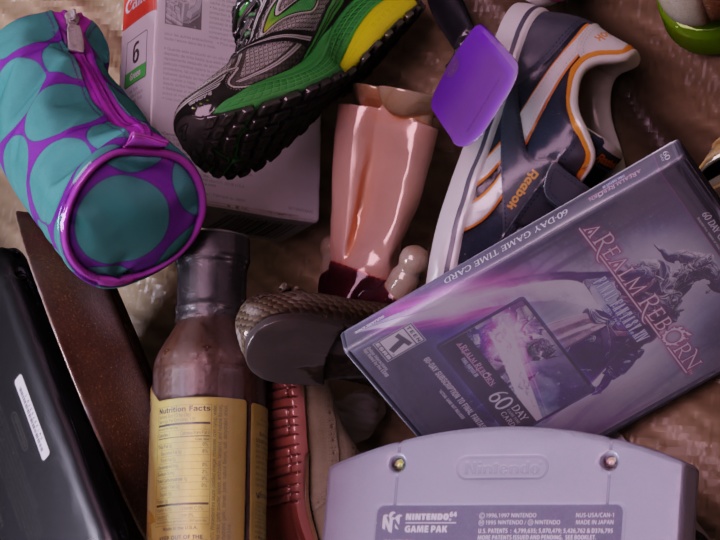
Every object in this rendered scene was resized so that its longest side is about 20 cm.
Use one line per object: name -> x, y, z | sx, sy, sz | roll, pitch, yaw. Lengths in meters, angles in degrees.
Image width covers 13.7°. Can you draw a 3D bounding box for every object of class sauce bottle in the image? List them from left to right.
sauce bottle -> -0.078, 0.080, 1.560 | 0.064, 0.065, 0.201 | -6, 73, 26

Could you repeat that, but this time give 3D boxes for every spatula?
spatula -> 0.054, -0.122, 1.620 | 0.057, 0.020, 0.200 | -59, 15, 17

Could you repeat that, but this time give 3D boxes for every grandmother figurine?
grandmother figurine -> 0.000, 0.000, 1.639 | 0.060, 0.121, 0.201 | 11, 91, -13

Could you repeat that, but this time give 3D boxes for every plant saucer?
plant saucer -> -0.136, 0.054, 1.641 | 0.036, 0.201, 0.201 | -23, 64, -2

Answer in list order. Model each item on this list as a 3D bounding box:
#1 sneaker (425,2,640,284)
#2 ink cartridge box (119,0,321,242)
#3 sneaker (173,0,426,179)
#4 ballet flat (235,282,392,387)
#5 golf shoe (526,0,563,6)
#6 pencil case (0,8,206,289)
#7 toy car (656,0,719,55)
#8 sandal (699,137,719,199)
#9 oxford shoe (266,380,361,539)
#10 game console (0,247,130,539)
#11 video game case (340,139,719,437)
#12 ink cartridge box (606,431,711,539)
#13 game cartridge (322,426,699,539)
sneaker -> 0.093, -0.041, 1.605 | 0.079, 0.078, 0.201 | 15, 89, 21
ink cartridge box -> -0.079, -0.125, 1.701 | 0.050, 0.108, 0.201 | -26, 58, 58
sneaker -> -0.048, -0.119, 1.641 | 0.085, 0.200, 0.078 | 42, 130, 3
ballet flat -> 0.026, 0.042, 1.568 | 0.046, 0.199, 0.068 | -110, 37, -51
golf shoe -> 0.049, -0.200, 1.687 | 0.092, 0.075, 0.200 | -51, 52, 18
pencil case -> -0.150, -0.070, 1.607 | 0.200, 0.085, 0.093 | 51, 128, 55
toy car -> 0.230, -0.224, 1.550 | 0.199, 0.164, 0.159 | -17, 67, 9
sandal -> 0.215, -0.055, 1.550 | 0.200, 0.080, 0.054 | -40, 46, 11
oxford shoe -> -0.019, 0.117, 1.599 | 0.071, 0.073, 0.201 | -4, 92, 62
game console -> -0.160, 0.112, 1.635 | 0.176, 0.116, 0.201 | -48, 56, 40
video game case -> 0.110, 0.031, 1.533 | 0.199, 0.143, 0.019 | -30, 39, 13
ink cartridge box -> 0.136, 0.181, 1.523 | 0.116, 0.067, 0.200 | -44, 60, 10
game cartridge -> 0.073, 0.146, 1.505 | 0.199, 0.041, 0.134 | -2, 76, 26
